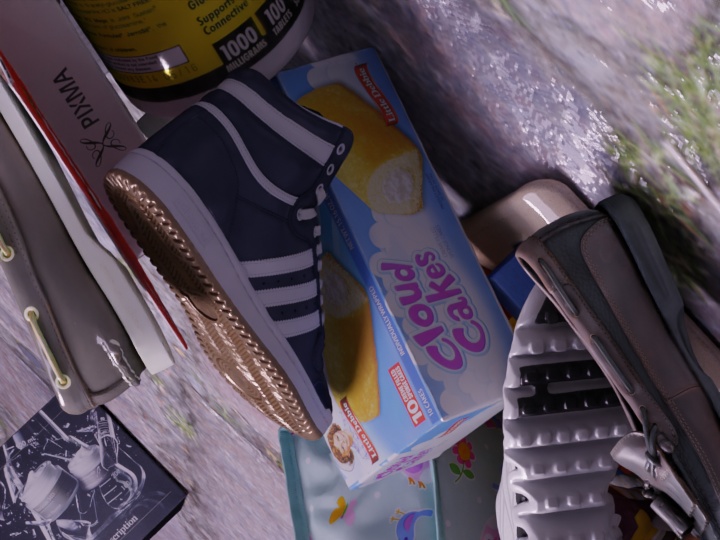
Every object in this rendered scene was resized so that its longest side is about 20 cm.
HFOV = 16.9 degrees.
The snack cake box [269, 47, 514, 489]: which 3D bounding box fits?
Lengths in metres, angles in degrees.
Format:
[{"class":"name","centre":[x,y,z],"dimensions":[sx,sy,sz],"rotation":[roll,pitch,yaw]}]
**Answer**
[{"class":"snack cake box","centre":[0.000,0.000,1.267],"dimensions":[0.115,0.067,0.200],"rotation":[-42,71,54]}]

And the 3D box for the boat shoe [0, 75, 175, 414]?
[{"class":"boat shoe","centre":[-0.165,-0.026,1.169],"dimensions":[0.202,0.060,0.072],"rotation":[57,178,11]}]

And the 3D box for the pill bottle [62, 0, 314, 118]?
[{"class":"pill bottle","centre":[-0.112,-0.181,1.198],"dimensions":[0.112,0.112,0.200],"rotation":[27,156,49]}]

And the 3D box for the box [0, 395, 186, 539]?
[{"class":"box","centre":[-0.324,0.257,2.647],"dimensions":[0.182,0.200,0.104],"rotation":[44,166,4]}]

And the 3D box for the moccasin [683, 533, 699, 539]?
[{"class":"moccasin","centre":[0.216,0.185,1.309],"dimensions":[0.074,0.078,0.201],"rotation":[51,164,-22]}]

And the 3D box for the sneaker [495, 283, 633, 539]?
[{"class":"sneaker","centre":[0.096,0.092,1.199],"dimensions":[0.081,0.075,0.200],"rotation":[-152,64,-75]}]

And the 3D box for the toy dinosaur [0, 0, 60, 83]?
[{"class":"toy dinosaur","centre":[-0.192,-0.165,1.317],"dimensions":[0.135,0.200,0.086],"rotation":[8,171,-40]}]

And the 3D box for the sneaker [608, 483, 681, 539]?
[{"class":"sneaker","centre":[0.127,0.140,1.343],"dimensions":[0.090,0.075,0.200],"rotation":[32,-179,5]}]

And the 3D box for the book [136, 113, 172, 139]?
[{"class":"book","centre":[-0.037,-0.032,1.403],"dimensions":[0.200,0.048,0.134],"rotation":[47,-164,-3]}]

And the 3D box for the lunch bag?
[{"class":"lunch bag","centre":[0.047,0.180,1.383],"dimensions":[0.170,0.122,0.200],"rotation":[18,-122,-56]}]

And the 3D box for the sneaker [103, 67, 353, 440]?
[{"class":"sneaker","centre":[-0.040,-0.010,1.208],"dimensions":[0.070,0.109,0.200],"rotation":[20,150,44]}]

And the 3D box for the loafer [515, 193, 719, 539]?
[{"class":"loafer","centre":[0.133,0.064,1.127],"dimensions":[0.072,0.063,0.200],"rotation":[94,156,-72]}]

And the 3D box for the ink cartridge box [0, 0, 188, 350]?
[{"class":"ink cartridge box","centre":[-0.140,-0.079,1.218],"dimensions":[0.174,0.044,0.200],"rotation":[53,174,47]}]

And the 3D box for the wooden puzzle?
[{"class":"wooden puzzle","centre":[0.117,0.045,1.282],"dimensions":[0.185,0.046,0.200],"rotation":[47,164,-3]}]

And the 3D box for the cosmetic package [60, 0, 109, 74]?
[{"class":"cosmetic package","centre":[-0.214,-0.206,1.475],"dimensions":[0.200,0.074,0.102],"rotation":[49,164,-14]}]
